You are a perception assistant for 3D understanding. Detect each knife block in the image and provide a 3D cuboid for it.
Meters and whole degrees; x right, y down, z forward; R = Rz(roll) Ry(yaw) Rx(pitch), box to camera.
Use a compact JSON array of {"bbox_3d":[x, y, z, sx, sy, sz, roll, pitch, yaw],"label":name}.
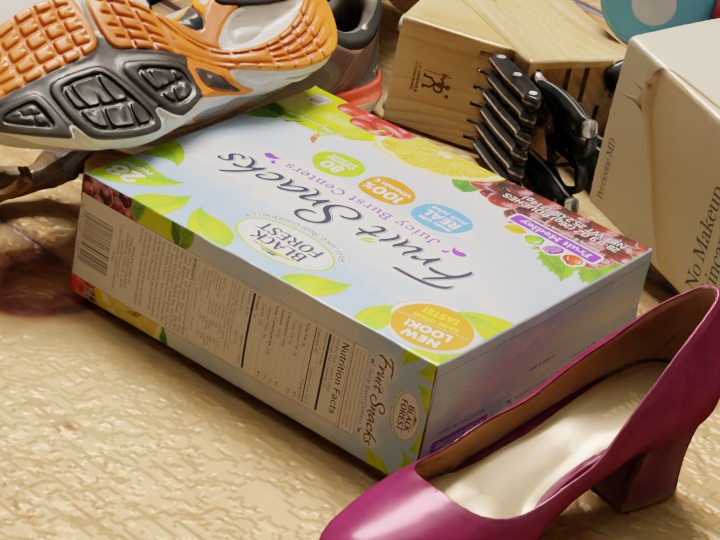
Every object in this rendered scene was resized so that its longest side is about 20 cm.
[{"bbox_3d":[0.111,-0.100,1.278,0.175,0.064,0.200,19,29,13],"label":"knife block"}]

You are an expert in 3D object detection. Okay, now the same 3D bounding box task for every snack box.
[{"bbox_3d":[0.000,0.000,1.049,0.200,0.068,0.169,27,33,30],"label":"snack box"}]

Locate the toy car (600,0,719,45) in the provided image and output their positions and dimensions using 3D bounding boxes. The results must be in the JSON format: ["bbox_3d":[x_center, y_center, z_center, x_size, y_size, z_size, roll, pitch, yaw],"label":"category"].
[{"bbox_3d":[0.256,-0.187,1.302,0.177,0.200,0.184,44,26,-3],"label":"toy car"}]

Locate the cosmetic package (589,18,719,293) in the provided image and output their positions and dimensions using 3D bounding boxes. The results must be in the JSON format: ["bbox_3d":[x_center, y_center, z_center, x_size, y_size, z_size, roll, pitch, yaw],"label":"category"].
[{"bbox_3d":[0.199,-0.022,1.101,0.073,0.104,0.200,-14,42,-28],"label":"cosmetic package"}]

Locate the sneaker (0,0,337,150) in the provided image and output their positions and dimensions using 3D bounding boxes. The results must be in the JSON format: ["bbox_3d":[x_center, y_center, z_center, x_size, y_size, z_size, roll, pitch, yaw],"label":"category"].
[{"bbox_3d":[-0.105,-0.082,1.090,0.200,0.092,0.076,-16,74,-39],"label":"sneaker"}]

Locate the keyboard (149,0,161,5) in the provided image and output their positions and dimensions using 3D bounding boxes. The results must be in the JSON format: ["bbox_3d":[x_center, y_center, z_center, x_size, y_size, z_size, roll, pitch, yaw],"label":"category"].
[{"bbox_3d":[-0.134,-0.183,1.269,0.200,0.127,0.021,-16,49,14],"label":"keyboard"}]

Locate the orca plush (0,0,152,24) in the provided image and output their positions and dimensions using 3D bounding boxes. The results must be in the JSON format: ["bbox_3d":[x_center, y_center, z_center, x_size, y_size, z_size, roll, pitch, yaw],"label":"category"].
[{"bbox_3d":[-0.215,-0.127,1.238,0.200,0.071,0.105,-13,81,-22],"label":"orca plush"}]

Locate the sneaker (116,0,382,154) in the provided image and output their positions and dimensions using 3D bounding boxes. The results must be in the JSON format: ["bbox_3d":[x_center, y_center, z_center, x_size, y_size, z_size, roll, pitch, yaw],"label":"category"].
[{"bbox_3d":[-0.068,-0.114,1.215,0.200,0.082,0.077,-17,39,-42],"label":"sneaker"}]

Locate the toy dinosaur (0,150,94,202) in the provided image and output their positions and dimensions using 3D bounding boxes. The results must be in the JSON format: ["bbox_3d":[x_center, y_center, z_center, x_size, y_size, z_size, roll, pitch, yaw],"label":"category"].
[{"bbox_3d":[-0.216,-0.040,1.073,0.200,0.060,0.106,2,-5,-18],"label":"toy dinosaur"}]

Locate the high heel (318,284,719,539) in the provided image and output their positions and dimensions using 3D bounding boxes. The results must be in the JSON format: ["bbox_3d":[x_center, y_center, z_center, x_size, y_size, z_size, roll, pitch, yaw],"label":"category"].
[{"bbox_3d":[0.065,0.062,0.928,0.200,0.096,0.067,-18,40,-42],"label":"high heel"}]

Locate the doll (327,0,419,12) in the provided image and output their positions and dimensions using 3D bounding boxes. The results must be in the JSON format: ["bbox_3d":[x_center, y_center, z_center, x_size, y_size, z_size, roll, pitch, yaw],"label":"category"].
[{"bbox_3d":[-0.006,-0.170,1.316,0.049,0.136,0.200,64,24,6],"label":"doll"}]
